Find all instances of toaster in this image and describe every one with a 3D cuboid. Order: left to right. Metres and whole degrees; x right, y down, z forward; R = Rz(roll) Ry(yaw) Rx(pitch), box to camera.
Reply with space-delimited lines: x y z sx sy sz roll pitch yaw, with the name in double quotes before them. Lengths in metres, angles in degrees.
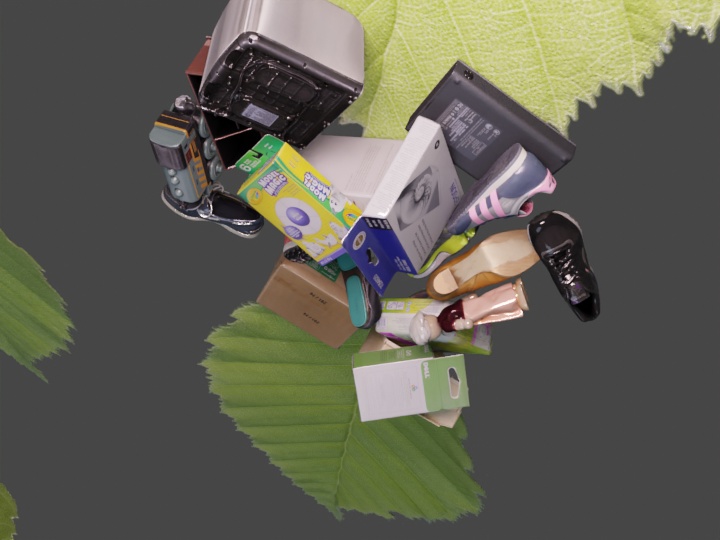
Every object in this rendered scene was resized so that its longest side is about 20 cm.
"toaster" -0.112 -0.267 0.989 0.196 0.122 0.180 18 153 -27

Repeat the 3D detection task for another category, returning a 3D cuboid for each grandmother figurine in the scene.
"grandmother figurine" 0.167 0.070 1.197 0.195 0.121 0.062 -21 92 17

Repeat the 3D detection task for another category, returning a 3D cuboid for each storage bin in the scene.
"storage bin" 0.100 0.196 1.472 0.195 0.095 0.200 30 -175 -9

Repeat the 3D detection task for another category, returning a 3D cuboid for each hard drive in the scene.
"hard drive" 0.174 -0.180 1.029 0.197 0.033 0.139 33 148 -11

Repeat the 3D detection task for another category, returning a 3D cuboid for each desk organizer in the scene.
"desk organizer" -0.191 -0.244 1.150 0.070 0.078 0.202 12 146 19

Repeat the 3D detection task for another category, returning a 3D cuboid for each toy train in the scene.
"toy train" -0.289 -0.191 1.260 0.083 0.116 0.202 18 147 11

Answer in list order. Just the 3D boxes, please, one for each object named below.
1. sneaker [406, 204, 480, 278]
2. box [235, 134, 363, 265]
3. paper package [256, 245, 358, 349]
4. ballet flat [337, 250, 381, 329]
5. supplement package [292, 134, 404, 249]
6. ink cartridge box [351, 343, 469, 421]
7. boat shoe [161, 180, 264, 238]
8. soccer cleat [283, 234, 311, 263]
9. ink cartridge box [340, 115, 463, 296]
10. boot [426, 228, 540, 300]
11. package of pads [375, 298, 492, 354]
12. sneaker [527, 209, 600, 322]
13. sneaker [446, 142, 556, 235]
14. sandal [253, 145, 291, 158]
"sneaker" 0.117 -0.056 1.229 0.081 0.074 0.200 43 143 -3
"box" -0.090 -0.100 1.090 0.199 0.049 0.116 41 143 -17
"paper package" -0.076 0.036 1.452 0.197 0.105 0.191 31 146 -8
"ballet flat" 0.000 0.000 1.327 0.071 0.206 0.073 -11 174 -1
"supplement package" -0.016 -0.121 1.163 0.195 0.123 0.121 9 144 25
"ink cartridge box" 0.088 0.194 1.331 0.194 0.060 0.107 -8 109 4
"boat shoe" -0.270 -0.120 1.388 0.196 0.076 0.062 25 150 -3
"soccer cleat" -0.056 -0.077 1.289 0.197 0.075 0.067 -22 147 36
"ink cartridge box" 0.067 -0.075 1.046 0.040 0.203 0.200 27 170 25
"boot" 0.196 -0.009 1.226 0.144 0.197 0.072 27 -140 -86
"package of pads" 0.140 0.104 1.371 0.151 0.070 0.198 -1 164 37
"sneaker" 0.313 -0.003 1.119 0.075 0.089 0.200 -27 130 19
"sneaker" 0.191 -0.090 1.049 0.081 0.071 0.200 32 150 -7
"sandal" -0.121 -0.146 1.245 0.048 0.076 0.202 34 163 27
